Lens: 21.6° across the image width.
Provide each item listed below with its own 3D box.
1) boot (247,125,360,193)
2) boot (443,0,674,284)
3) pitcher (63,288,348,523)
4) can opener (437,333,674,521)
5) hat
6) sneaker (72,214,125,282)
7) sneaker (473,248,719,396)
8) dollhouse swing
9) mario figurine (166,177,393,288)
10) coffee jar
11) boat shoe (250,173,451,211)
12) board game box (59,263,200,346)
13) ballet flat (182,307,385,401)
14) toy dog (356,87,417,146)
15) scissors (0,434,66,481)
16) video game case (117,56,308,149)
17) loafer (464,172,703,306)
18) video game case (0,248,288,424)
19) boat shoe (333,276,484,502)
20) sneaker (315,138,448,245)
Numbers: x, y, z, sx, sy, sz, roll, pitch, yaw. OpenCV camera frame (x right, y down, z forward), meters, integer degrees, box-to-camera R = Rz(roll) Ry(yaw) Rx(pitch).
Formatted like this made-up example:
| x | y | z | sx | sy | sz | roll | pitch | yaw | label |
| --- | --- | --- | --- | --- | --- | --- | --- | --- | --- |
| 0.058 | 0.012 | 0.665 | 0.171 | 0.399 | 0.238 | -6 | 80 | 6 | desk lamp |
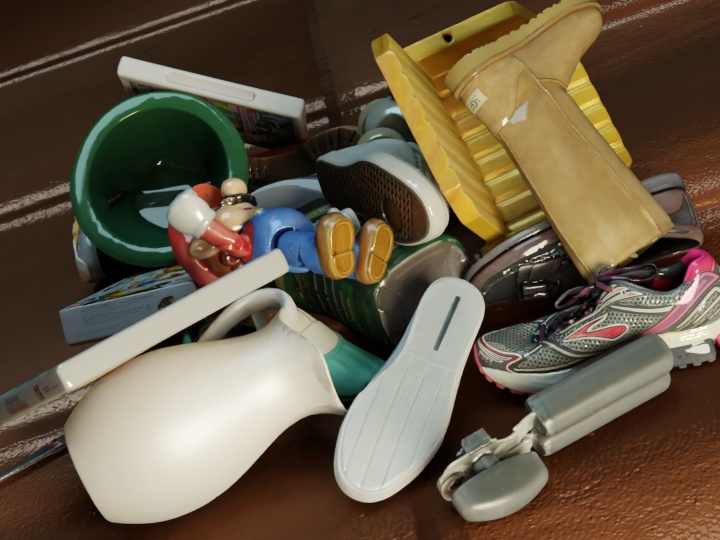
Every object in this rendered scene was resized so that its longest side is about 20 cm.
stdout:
| x | y | z | sx | sy | sz | roll | pitch | yaw | label |
| --- | --- | --- | --- | --- | --- | --- | --- | --- | --- |
| -0.067 | -0.090 | 1.854 | 0.198 | 0.076 | 0.107 | -17 | 7 | 17 | boot |
| 0.179 | -0.105 | 1.492 | 0.174 | 0.201 | 0.066 | -32 | -12 | -30 | boot |
| -0.123 | 0.096 | 1.436 | 0.199 | 0.122 | 0.172 | -27 | 30 | -2 | pitcher |
| 0.140 | 0.114 | 1.327 | 0.199 | 0.053 | 0.067 | -30 | 62 | -18 | can opener |
| -0.182 | -0.069 | 1.825 | 0.164 | 0.176 | 0.201 | 20 | 72 | 7 | hat |
| -0.215 | -0.053 | 1.865 | 0.077 | 0.079 | 0.200 | 7 | 36 | 27 | sneaker |
| 0.179 | 0.036 | 1.409 | 0.198 | 0.075 | 0.081 | -15 | 26 | 11 | sneaker |
| 0.122 | -0.127 | 1.544 | 0.180 | 0.201 | 0.176 | -25 | -16 | -4 | dollhouse swing |
| -0.074 | -0.041 | 1.512 | 0.199 | 0.124 | 0.106 | 5 | 53 | 37 | mario figurine |
| 0.000 | 0.000 | 1.593 | 0.104 | 0.086 | 0.199 | -31 | 28 | -25 | coffee jar |
| -0.011 | -0.067 | 1.746 | 0.197 | 0.074 | 0.068 | -10 | 24 | 14 | boat shoe |
| -0.168 | 0.020 | 1.660 | 0.125 | 0.035 | 0.200 | -12 | 7 | 15 | board game box |
| -0.070 | 0.065 | 1.532 | 0.199 | 0.071 | 0.067 | 1 | 29 | 35 | ballet flat |
| 0.085 | -0.130 | 1.690 | 0.198 | 0.097 | 0.132 | -3 | 30 | -25 | toy dog |
| -0.245 | 0.139 | 1.582 | 0.199 | 0.014 | 0.073 | -24 | 29 | -7 | scissors |
| -0.142 | -0.161 | 1.871 | 0.180 | 0.023 | 0.200 | 14 | -8 | 1 | video game case |
| 0.182 | -0.013 | 1.516 | 0.199 | 0.072 | 0.063 | -24 | 67 | -7 | loafer |
| -0.169 | 0.052 | 1.421 | 0.199 | 0.023 | 0.182 | -29 | 2 | -29 | video game case |
| 0.040 | 0.096 | 1.406 | 0.072 | 0.062 | 0.201 | 26 | 57 | 10 | boat shoe |
| 0.036 | -0.077 | 1.545 | 0.084 | 0.073 | 0.200 | -21 | 22 | -19 | sneaker |
